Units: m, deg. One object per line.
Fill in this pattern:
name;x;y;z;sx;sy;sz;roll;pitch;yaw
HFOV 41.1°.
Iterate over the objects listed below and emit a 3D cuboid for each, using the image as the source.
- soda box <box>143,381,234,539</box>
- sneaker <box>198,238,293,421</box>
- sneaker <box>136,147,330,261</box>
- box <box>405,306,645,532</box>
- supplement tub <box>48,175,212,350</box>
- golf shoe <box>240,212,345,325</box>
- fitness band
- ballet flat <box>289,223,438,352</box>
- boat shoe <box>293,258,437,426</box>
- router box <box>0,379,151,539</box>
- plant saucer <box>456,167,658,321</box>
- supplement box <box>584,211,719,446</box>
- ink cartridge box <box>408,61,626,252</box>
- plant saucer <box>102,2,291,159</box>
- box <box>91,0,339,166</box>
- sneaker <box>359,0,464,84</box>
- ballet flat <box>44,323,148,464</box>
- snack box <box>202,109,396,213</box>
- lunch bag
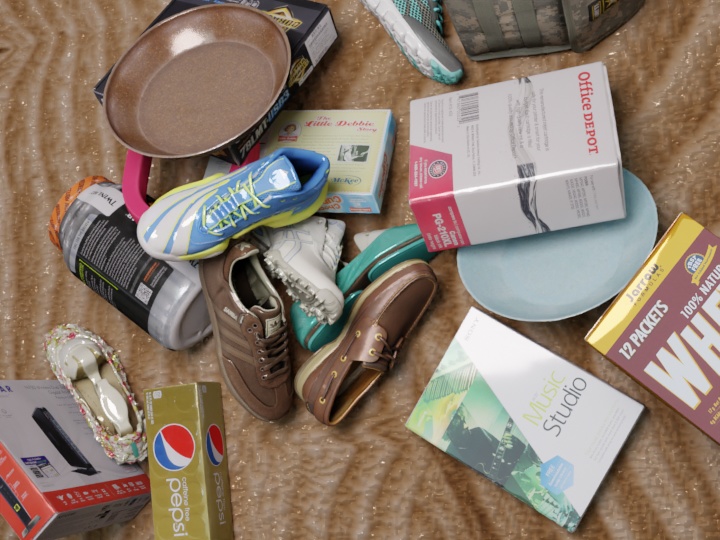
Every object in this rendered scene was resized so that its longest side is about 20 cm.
soda box;-0.186;0.226;1.050;0.067;0.064;0.202;-9;82;15
sneaker;-0.108;0.065;0.981;0.075;0.070;0.201;-5;109;51
sneaker;-0.114;-0.074;0.911;0.199;0.105;0.076;-23;79;-28
box;0.163;0.147;0.971;0.199;0.036;0.145;30;92;18
supplement tub;-0.241;-0.013;1.063;0.199;0.122;0.123;35;94;16
golf shoe;-0.051;-0.020;0.994;0.097;0.079;0.200;-36;36;-7
fitness band;-0.181;-0.121;1.031;0.142;0.038;0.201;-7;54;11
ballet flat;0.000;0.000;1.023;0.200;0.067;0.071;-41;61;6
boat shoe;0.015;0.078;0.994;0.200;0.072;0.068;-50;42;11
router box;-0.333;0.196;1.024;0.179;0.200;0.049;45;97;16
plant saucer;0.195;-0.024;0.951;0.199;0.039;0.202;-15;48;18
supplement box;0.319;0.073;0.848;0.197;0.200;0.133;39;95;17
ink cartridge box;0.153;-0.112;0.949;0.198;0.085;0.146;-9;50;15
plant saucer;-0.160;-0.184;0.967;0.199;0.037;0.202;-8;57;12
box;-0.156;-0.225;1.044;0.199;0.050;0.199;23;64;28
sneaker;0.059;-0.292;1.034;0.091;0.078;0.201;-37;77;5
ballet flat;-0.294;0.127;1.083;0.075;0.064;0.200;-32;69;-24
snack box;-0.067;-0.120;1.046;0.198;0.037;0.117;2;59;17
lunch bag;0.187;-0.292;0.947;0.198;0.164;0.119;-2;78;17
